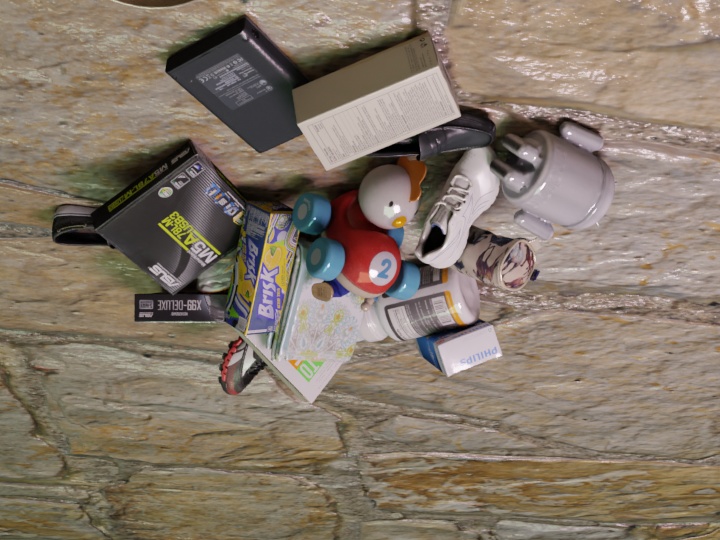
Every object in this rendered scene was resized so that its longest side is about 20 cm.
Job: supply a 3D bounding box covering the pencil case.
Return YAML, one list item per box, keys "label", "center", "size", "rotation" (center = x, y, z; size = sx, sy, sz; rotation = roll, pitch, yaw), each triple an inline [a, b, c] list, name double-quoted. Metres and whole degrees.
- label: "pencil case"
  center: [0.185, -0.030, 1.585]
  size: [0.200, 0.089, 0.078]
  rotation: [25, 143, 54]

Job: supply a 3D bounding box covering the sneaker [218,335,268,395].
- label: "sneaker"
  center: [-0.176, 0.141, 1.808]
  size: [0.201, 0.098, 0.071]
  rotation: [-62, 155, 11]

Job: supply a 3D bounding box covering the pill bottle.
- label: "pill bottle"
  center: [0.095, 0.056, 1.774]
  size: [0.199, 0.117, 0.116]
  rotation: [-15, 143, 24]

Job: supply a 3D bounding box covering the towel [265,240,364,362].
- label: "towel"
  center: [-0.065, 0.056, 1.705]
  size: [0.170, 0.202, 0.048]
  rotation: [7, -169, -45]

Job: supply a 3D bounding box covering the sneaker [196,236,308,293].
- label: "sneaker"
  center: [-0.183, -0.032, 1.695]
  size: [0.199, 0.093, 0.076]
  rotation: [-18, -170, -4]

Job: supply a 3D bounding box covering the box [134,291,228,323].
- label: "box"
  center: [-0.286, 0.062, 1.772]
  size: [0.156, 0.050, 0.200]
  rotation: [0, 179, 1]

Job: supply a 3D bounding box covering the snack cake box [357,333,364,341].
- label: "snack cake box"
  center: [-0.081, 0.089, 1.873]
  size: [0.199, 0.068, 0.115]
  rotation: [-16, 143, 24]

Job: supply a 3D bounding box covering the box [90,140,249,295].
- label: "box"
  center: [-0.276, -0.076, 1.588]
  size: [0.193, 0.048, 0.200]
  rotation: [-36, 138, 4]

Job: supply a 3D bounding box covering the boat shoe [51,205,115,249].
- label: "boat shoe"
  center: [-0.397, -0.062, 1.669]
  size: [0.198, 0.057, 0.069]
  rotation: [4, 146, -3]

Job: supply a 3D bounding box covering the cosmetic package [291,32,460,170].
- label: "cosmetic package"
  center: [0.021, -0.221, 1.369]
  size: [0.199, 0.073, 0.104]
  rotation: [-19, 141, 12]

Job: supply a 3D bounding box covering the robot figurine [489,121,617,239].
- label: "robot figurine"
  center: [0.284, -0.128, 1.491]
  size: [0.199, 0.113, 0.170]
  rotation: [20, 108, -26]

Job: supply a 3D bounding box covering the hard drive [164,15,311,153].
- label: "hard drive"
  center: [-0.146, -0.245, 1.407]
  size: [0.139, 0.033, 0.200]
  rotation: [-20, 140, 28]

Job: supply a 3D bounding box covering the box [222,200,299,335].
- label: "box"
  center: [-0.153, -0.004, 1.617]
  size: [0.070, 0.064, 0.201]
  rotation: [-3, 113, -45]

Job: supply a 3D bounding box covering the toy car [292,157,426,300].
- label: "toy car"
  center: [0.034, -0.079, 1.543]
  size: [0.183, 0.178, 0.200]
  rotation: [14, 133, -37]

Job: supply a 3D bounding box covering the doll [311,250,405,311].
- label: "doll"
  center: [0.000, 0.000, 1.675]
  size: [0.048, 0.138, 0.199]
  rotation: [-2, -169, 42]

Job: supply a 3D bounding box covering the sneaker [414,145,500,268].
- label: "sneaker"
  center: [0.142, -0.092, 1.508]
  size: [0.074, 0.201, 0.087]
  rotation: [27, -166, 20]

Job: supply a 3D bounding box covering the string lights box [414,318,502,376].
- label: "string lights box"
  center: [0.164, 0.123, 1.797]
  size: [0.102, 0.059, 0.200]
  rotation: [-20, -172, -8]

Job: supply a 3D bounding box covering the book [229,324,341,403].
- label: "book"
  center: [-0.112, 0.109, 1.756]
  size: [0.200, 0.134, 0.048]
  rotation: [50, 161, -29]

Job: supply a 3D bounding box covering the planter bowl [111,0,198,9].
- label: "planter bowl"
  center: [-0.223, -0.397, 1.090]
  size: [0.198, 0.136, 0.201]
  rotation: [1, 147, 1]

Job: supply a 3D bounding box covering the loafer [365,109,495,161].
- label: "loafer"
  center: [0.091, -0.184, 1.454]
  size: [0.199, 0.071, 0.068]
  rotation: [1, 147, 1]
